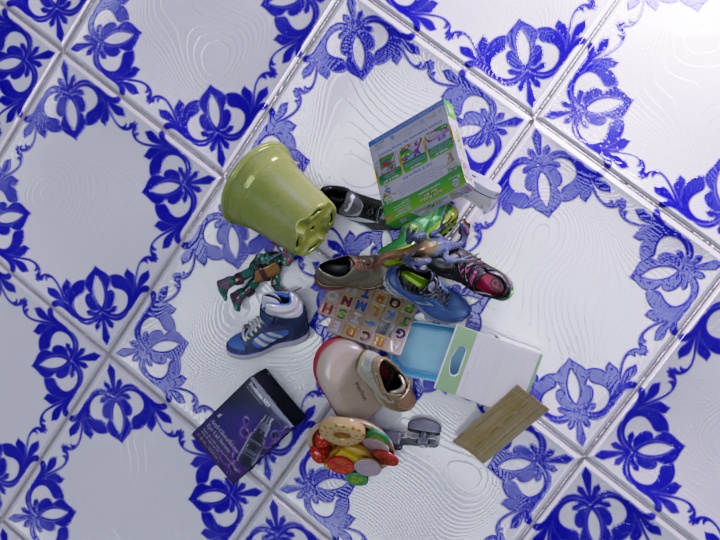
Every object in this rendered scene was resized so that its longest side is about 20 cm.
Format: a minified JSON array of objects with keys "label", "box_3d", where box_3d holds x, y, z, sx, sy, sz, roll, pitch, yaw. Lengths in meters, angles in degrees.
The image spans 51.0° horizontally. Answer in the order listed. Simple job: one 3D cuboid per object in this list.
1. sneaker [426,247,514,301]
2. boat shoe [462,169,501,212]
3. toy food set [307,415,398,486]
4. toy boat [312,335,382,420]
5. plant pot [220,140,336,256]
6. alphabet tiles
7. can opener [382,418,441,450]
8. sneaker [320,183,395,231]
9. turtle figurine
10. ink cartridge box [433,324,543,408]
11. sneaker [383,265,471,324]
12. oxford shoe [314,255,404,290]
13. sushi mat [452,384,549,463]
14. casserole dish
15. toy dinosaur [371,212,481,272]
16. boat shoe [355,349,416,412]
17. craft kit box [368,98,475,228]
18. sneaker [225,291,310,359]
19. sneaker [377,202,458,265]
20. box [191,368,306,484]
[{"label":"sneaker","box_3d":[0.231,0.002,1.576,0.197,0.084,0.078,21,95,9]},{"label":"boat shoe","box_3d":[0.197,-0.186,1.586,0.198,0.071,0.071,31,122,15]},{"label":"toy food set","box_3d":[-0.019,0.380,1.603,0.196,0.049,0.200,28,131,-13]},{"label":"toy boat","box_3d":[-0.036,0.227,1.618,0.130,0.130,0.202,-38,122,-19]},{"label":"plant pot","box_3d":[-0.155,-0.133,1.562,0.183,0.200,0.202,37,98,22]},{"label":"alphabet tiles","box_3d":[0.017,0.081,1.605,0.197,0.008,0.169,18,57,9]},{"label":"can opener","box_3d":[0.076,0.353,1.643,0.196,0.054,0.068,4,61,11]},{"label":"sneaker","box_3d":[-0.007,-0.133,1.611,0.197,0.090,0.067,22,95,9]},{"label":"turtle figurine","box_3d":[-0.208,0.011,1.653,0.198,0.101,0.151,-28,127,7]},{"label":"ink cartridge box","box_3d":[0.264,0.206,1.573,0.197,0.048,0.148,19,96,-5]},{"label":"sneaker","box_3d":[0.144,0.050,1.572,0.197,0.089,0.080,25,74,-9]},{"label":"oxford shoe","box_3d":[0.000,0.000,1.605,0.196,0.075,0.072,-10,70,-7]},{"label":"sushi mat","box_3d":[0.292,0.322,1.573,0.095,0.012,0.200,37,114,-13]},{"label":"casserole dish","box_3d":[0.155,0.173,1.619,0.196,0.039,0.124,8,94,11]},{"label":"toy dinosaur","box_3d":[0.146,-0.061,1.541,0.197,0.180,0.107,-5,92,33]},{"label":"boat shoe","box_3d":[0.065,0.239,1.570,0.066,0.200,0.075,7,61,45]},{"label":"craft kit box","box_3d":[0.121,-0.217,1.546,0.198,0.048,0.201,-25,63,30]},{"label":"sneaker","box_3d":[-0.213,0.104,1.630,0.196,0.081,0.148,-13,128,3]},{"label":"sneaker","box_3d":[0.115,-0.081,1.599,0.199,0.074,0.084,-34,65,-9]},{"label":"box","box_3d":[-0.244,0.340,1.664,0.200,0.104,0.148,-45,84,9]}]
